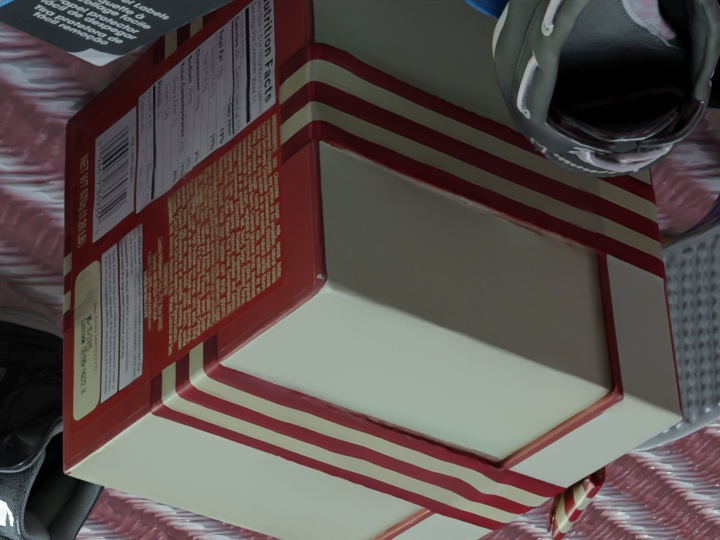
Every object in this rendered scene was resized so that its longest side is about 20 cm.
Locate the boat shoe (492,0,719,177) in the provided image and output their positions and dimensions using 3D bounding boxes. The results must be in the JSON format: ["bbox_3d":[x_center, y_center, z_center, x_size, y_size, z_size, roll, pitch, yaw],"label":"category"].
[{"bbox_3d":[0.076,-0.065,0.805,0.067,0.057,0.200,-10,155,0],"label":"boat shoe"}]

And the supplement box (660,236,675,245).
[{"bbox_3d":[0.113,0.023,1.196,0.199,0.069,0.067,4,151,-30],"label":"supplement box"}]

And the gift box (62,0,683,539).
[{"bbox_3d":[0.000,0.000,0.988,0.186,0.185,0.200,20,146,-32],"label":"gift box"}]

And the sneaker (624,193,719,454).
[{"bbox_3d":[0.150,0.008,1.093,0.200,0.073,0.114,-36,-178,-9],"label":"sneaker"}]

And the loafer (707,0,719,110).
[{"bbox_3d":[0.133,-0.087,0.968,0.068,0.071,0.200,-22,152,25],"label":"loafer"}]

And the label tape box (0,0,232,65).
[{"bbox_3d":[-0.067,-0.138,0.744,0.144,0.064,0.200,23,151,-37],"label":"label tape box"}]

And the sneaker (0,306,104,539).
[{"bbox_3d":[-0.187,0.085,1.098,0.200,0.114,0.076,-24,127,-29],"label":"sneaker"}]

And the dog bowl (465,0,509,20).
[{"bbox_3d":[0.120,-0.131,0.808,0.199,0.050,0.112,-9,155,1],"label":"dog bowl"}]
